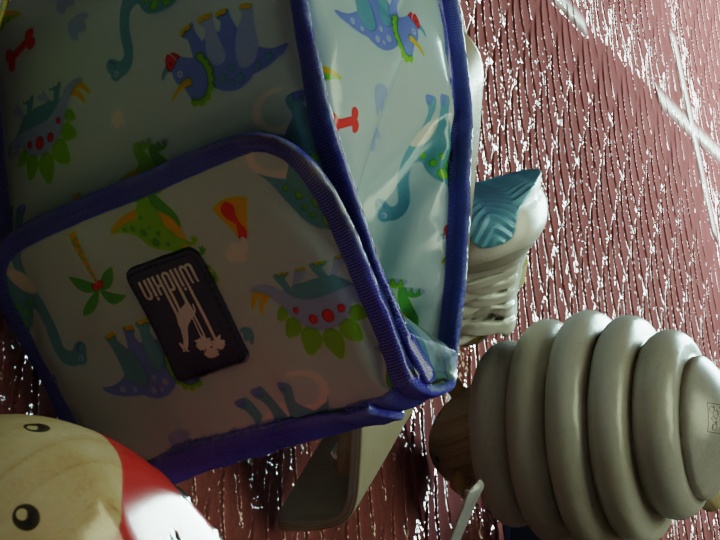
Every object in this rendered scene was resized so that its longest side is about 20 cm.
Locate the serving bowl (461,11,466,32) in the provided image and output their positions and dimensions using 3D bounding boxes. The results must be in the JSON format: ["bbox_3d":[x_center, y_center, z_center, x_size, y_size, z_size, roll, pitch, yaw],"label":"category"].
[{"bbox_3d":[-0.028,-0.118,1.331,0.200,0.066,0.201,28,53,-45],"label":"serving bowl"}]

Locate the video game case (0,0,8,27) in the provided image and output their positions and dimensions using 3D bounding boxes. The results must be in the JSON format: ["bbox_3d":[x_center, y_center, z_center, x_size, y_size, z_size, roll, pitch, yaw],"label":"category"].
[{"bbox_3d":[-0.141,-0.085,0.928,0.200,0.025,0.181,-78,-172,-54],"label":"video game case"}]

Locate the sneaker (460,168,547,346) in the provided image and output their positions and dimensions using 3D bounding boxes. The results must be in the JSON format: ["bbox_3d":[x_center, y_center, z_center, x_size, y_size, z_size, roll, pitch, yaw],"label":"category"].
[{"bbox_3d":[0.056,-0.003,1.390,0.200,0.076,0.081,148,-71,-82],"label":"sneaker"}]

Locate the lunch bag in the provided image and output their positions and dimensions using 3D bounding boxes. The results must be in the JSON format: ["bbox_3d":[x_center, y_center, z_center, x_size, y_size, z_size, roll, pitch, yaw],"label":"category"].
[{"bbox_3d":[-0.050,-0.027,1.050,0.127,0.169,0.201,11,66,-50],"label":"lunch bag"}]

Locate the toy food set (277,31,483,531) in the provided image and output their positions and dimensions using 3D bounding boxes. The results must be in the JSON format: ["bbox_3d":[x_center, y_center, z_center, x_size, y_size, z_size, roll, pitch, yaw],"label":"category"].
[{"bbox_3d":[0.000,0.000,1.231,0.144,0.060,0.201,-56,156,-49],"label":"toy food set"}]

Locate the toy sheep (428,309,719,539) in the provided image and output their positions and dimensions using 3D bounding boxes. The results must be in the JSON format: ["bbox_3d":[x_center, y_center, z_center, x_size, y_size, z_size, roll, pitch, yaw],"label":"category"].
[{"bbox_3d":[0.128,0.083,1.416,0.138,0.199,0.139,-9,90,-69],"label":"toy sheep"}]

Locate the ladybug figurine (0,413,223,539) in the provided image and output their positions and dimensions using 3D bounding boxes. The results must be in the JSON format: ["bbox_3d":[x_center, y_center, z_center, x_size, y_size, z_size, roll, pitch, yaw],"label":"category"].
[{"bbox_3d":[-0.086,0.125,0.988,0.200,0.072,0.136,53,23,-41],"label":"ladybug figurine"}]

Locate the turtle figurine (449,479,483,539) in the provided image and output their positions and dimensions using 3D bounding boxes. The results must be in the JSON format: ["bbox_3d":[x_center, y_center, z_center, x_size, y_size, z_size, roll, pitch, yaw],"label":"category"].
[{"bbox_3d":[0.075,0.213,1.266,0.144,0.200,0.194,32,36,-9],"label":"turtle figurine"}]

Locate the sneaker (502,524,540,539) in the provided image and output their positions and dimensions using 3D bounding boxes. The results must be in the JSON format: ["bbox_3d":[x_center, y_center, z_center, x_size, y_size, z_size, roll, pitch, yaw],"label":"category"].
[{"bbox_3d":[0.120,0.208,1.484,0.082,0.074,0.201,1,73,-67],"label":"sneaker"}]
